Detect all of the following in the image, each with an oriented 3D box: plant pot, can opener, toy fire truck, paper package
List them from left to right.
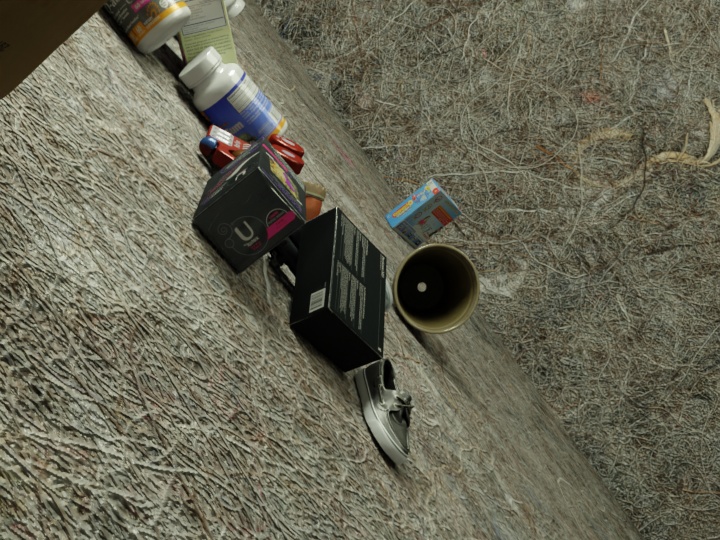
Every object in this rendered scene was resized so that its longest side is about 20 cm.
[{"bbox_3d":[-0.347,-0.264,0.860,0.104,0.190,0.200,53,11,8],"label":"paper package"},{"bbox_3d":[-0.190,-0.179,1.582,0.167,0.113,0.200,25,16,-12],"label":"toy fire truck"},{"bbox_3d":[-0.080,0.012,1.499,0.201,0.078,0.063,59,0,-17],"label":"can opener"},{"bbox_3d":[0.159,0.039,2.187,0.200,0.200,0.174,51,-6,-7],"label":"plant pot"}]

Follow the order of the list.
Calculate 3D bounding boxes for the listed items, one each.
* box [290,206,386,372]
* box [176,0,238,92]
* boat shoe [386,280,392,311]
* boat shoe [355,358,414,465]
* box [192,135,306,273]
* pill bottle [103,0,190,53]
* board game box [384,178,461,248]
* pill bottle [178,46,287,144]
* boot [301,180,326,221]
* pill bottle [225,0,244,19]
[{"bbox_3d":[-0.029,0.029,1.434,0.141,0.078,0.201,42,36,-36],"label":"box"},{"bbox_3d":[-0.305,-0.470,1.789,0.176,0.096,0.201,-117,-165,-53],"label":"box"},{"bbox_3d":[0.000,0.000,1.866,0.200,0.072,0.062,53,12,16],"label":"boat shoe"},{"bbox_3d":[0.046,0.200,1.397,0.070,0.066,0.200,47,11,-28],"label":"boat shoe"},{"bbox_3d":[-0.154,-0.099,1.358,0.106,0.122,0.200,50,11,-17],"label":"box"},{"bbox_3d":[-0.393,-0.483,1.620,0.200,0.116,0.116,50,10,-9],"label":"pill bottle"},{"bbox_3d":[0.205,-0.181,3.055,0.056,0.195,0.200,58,11,30],"label":"board game box"},{"bbox_3d":[-0.236,-0.306,1.734,0.200,0.112,0.112,47,11,-24],"label":"pill bottle"},{"bbox_3d":[-0.114,-0.087,1.672,0.074,0.108,0.200,13,-7,-9],"label":"boot"},{"bbox_3d":[-0.410,-0.793,2.621,0.200,0.111,0.111,45,12,-35],"label":"pill bottle"}]
